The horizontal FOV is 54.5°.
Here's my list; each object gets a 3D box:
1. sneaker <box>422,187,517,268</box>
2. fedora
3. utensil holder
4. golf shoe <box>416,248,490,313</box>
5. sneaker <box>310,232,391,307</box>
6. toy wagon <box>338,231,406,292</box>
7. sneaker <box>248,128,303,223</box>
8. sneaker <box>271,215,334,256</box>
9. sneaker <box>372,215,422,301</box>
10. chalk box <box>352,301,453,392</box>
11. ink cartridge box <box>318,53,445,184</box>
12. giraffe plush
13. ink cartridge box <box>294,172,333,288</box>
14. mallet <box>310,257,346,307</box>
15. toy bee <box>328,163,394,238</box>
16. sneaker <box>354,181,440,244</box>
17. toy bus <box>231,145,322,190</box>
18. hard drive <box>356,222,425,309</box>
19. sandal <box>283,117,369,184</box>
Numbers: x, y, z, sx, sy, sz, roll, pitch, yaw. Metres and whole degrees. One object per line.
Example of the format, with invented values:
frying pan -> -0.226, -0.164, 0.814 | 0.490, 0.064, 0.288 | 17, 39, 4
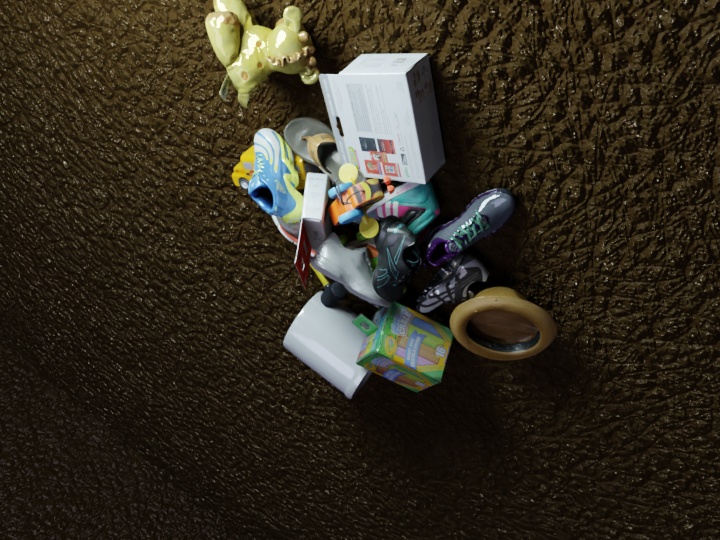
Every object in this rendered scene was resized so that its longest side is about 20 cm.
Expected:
sneaker -> 0.195, -0.066, 1.244 | 0.074, 0.088, 0.200 | 43, 130, -12
fedora -> 0.272, 0.090, 1.332 | 0.199, 0.082, 0.201 | 8, 138, 7
utensil holder -> -0.053, 0.168, 1.600 | 0.199, 0.170, 0.170 | 34, 140, 9
golf shoe -> 0.179, 0.041, 1.378 | 0.094, 0.078, 0.200 | 36, 141, 3
sneaker -> 0.000, 0.000, 1.367 | 0.200, 0.089, 0.075 | 36, 166, -33
toy wagon -> 0.034, -0.012, 1.411 | 0.199, 0.040, 0.156 | -14, 118, 43
sneaker -> -0.170, -0.185, 1.309 | 0.076, 0.105, 0.201 | -33, 73, 27
sneaker -> -0.098, -0.085, 1.492 | 0.200, 0.077, 0.082 | 41, 119, -9
sneaker -> 0.069, -0.006, 1.293 | 0.079, 0.075, 0.201 | 29, 145, 28
chalk box -> 0.075, 0.153, 1.467 | 0.199, 0.124, 0.124 | 25, 155, -10
ink cartridge box -> 0.039, -0.262, 1.201 | 0.175, 0.084, 0.201 | 11, 132, 32
giraffe plush -> -0.155, -0.384, 1.194 | 0.161, 0.201, 0.173 | -10, 156, 15
ink cartridge box -> -0.086, -0.070, 1.346 | 0.043, 0.175, 0.200 | 5, 166, 3
mallet -> -0.098, -0.015, 1.537 | 0.066, 0.041, 0.201 | -30, 90, 52
toy bee -> 0.005, -0.121, 1.222 | 0.200, 0.108, 0.132 | -136, 28, -72
sneaker -> 0.076, -0.099, 1.329 | 0.199, 0.084, 0.121 | -24, 101, 45
toy bus -> -0.175, -0.209, 1.425 | 0.199, 0.065, 0.079 | 8, 130, 32
hard drive -> 0.043, -0.004, 1.470 | 0.139, 0.038, 0.201 | 32, 138, 9
sandal -> -0.063, -0.214, 1.306 | 0.200, 0.082, 0.055 | 48, -178, 7
